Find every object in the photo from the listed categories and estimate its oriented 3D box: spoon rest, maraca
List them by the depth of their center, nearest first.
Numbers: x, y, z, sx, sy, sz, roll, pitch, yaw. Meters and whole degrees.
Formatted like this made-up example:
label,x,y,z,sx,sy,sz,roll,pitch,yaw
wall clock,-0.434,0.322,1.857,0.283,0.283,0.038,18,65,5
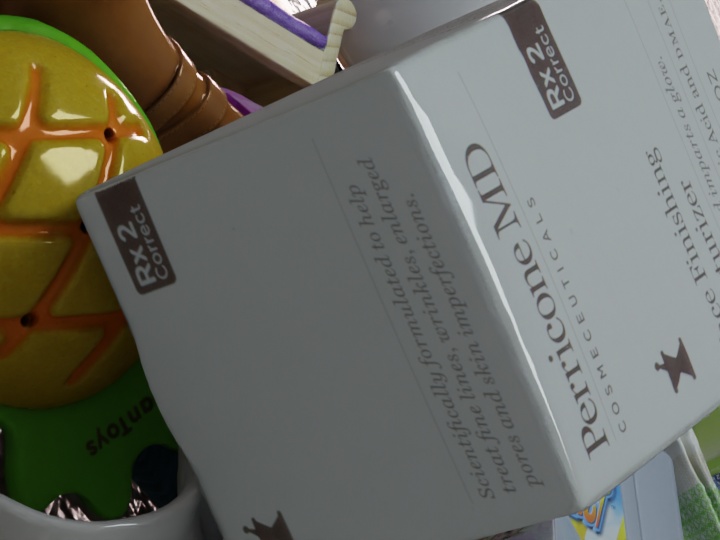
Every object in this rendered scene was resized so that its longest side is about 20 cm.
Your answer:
label,x,y,z,sx,sy,sz,roll,pitch,yaw
spoon rest,-0.063,0.083,1.048,0.060,0.100,0.199,23,26,35
maraca,-0.121,0.000,1.055,0.137,0.107,0.201,-37,114,-26

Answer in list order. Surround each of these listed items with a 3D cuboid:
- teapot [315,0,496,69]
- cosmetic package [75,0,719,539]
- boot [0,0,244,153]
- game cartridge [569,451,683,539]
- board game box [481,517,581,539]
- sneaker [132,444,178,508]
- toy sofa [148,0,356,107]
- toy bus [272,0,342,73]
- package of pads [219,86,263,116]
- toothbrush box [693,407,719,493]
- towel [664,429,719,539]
label,x,y,z,sx,sy,sz,roll,pitch,yaw
teapot,0.077,-0.105,1.404,0.198,0.146,0.200,56,1,32
cosmetic package,0.038,-0.004,1.019,0.200,0.164,0.166,-31,98,-50
boot,-0.096,-0.088,1.105,0.155,0.200,0.077,38,40,-27
game cartridge,0.078,0.130,1.224,0.199,0.040,0.134,6,69,-46
board game box,0.106,0.210,1.099,0.200,0.041,0.200,61,10,-12
sneaker,-0.072,0.051,1.161,0.201,0.076,0.081,59,10,-17
toy sofa,-0.100,-0.140,1.237,0.199,0.083,0.098,29,62,-36
toy bus,-0.082,-0.123,1.365,0.200,0.065,0.078,50,23,-24
package of pads,0.000,0.000,1.249,0.120,0.076,0.200,42,8,38
toothbrush box,0.151,0.145,1.426,0.086,0.145,0.201,43,27,-38
towel,0.124,0.174,1.324,0.031,0.149,0.201,17,47,-64
